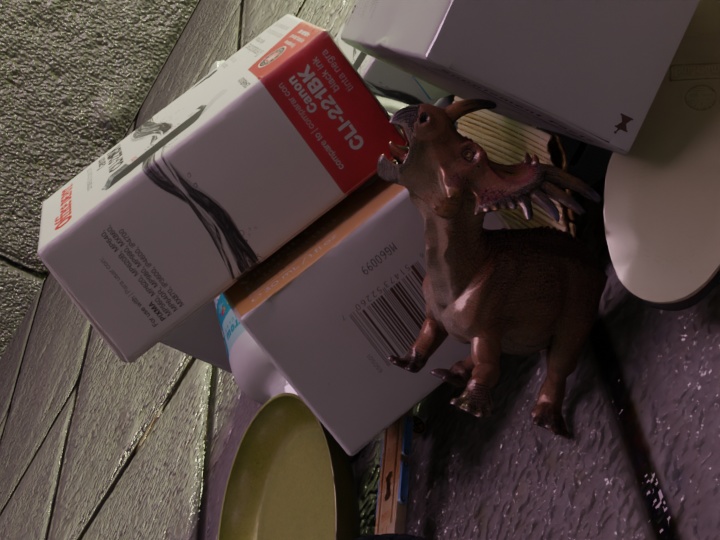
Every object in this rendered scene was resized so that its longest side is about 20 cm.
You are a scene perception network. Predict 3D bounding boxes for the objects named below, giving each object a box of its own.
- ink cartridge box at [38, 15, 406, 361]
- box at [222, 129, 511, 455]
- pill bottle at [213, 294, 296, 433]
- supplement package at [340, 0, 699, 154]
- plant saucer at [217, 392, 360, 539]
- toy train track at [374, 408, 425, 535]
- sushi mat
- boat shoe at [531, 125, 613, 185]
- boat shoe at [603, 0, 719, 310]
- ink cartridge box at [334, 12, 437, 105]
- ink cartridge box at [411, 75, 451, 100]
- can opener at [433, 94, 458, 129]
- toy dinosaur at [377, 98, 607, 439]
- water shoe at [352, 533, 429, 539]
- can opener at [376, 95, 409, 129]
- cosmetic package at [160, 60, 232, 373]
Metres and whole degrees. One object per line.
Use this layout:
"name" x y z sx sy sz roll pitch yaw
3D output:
"ink cartridge box" -0.087 -0.054 0.801 0.200 0.084 0.144 -39 18 -1
"box" 0.000 0.000 0.839 0.152 0.106 0.200 -39 18 -4
"pill bottle" -0.053 0.024 1.021 0.111 0.111 0.200 -50 45 38
"supplement package" 0.078 -0.140 0.694 0.110 0.113 0.200 -66 16 6
"plant saucer" -0.047 0.183 0.903 0.200 0.031 0.201 -36 49 57
"toy train track" 0.033 0.104 0.848 0.115 0.032 0.200 -46 26 41
"sushi mat" 0.092 -0.050 0.832 0.200 0.012 0.096 -130 30 -72
"boat shoe" 0.151 -0.141 0.780 0.200 0.072 0.062 -59 26 25
"boat shoe" 0.163 -0.066 0.669 0.063 0.071 0.201 62 -144 -60
"ink cartridge box" 0.035 -0.182 1.144 0.200 0.084 0.144 -56 20 26
"ink cartridge box" 0.087 -0.232 0.965 0.116 0.067 0.201 -14 56 25
"can opener" 0.048 -0.068 1.031 0.200 0.053 0.067 -51 56 40
"toy dinosaur" 0.082 0.003 0.684 0.086 0.200 0.136 26 93 37
"water shoe" 0.045 0.191 0.675 0.200 0.071 0.079 -164 71 -71
"can opener" -0.009 -0.117 1.034 0.200 0.063 0.079 15 117 52
"cosmetic package" -0.102 -0.040 1.207 0.200 0.166 0.168 -57 19 26
